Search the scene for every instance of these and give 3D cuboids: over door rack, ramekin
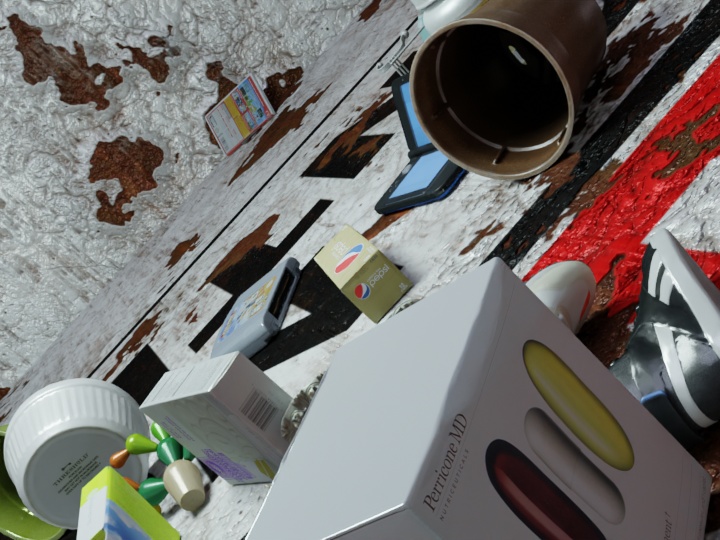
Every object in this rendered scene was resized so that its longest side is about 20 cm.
[{"bbox_3d":[0.137,-0.324,1.764,0.200,0.148,0.067,-46,21,1],"label":"over door rack"},{"bbox_3d":[-0.376,0.256,1.580,0.202,0.202,0.094,-45,29,3],"label":"ramekin"}]

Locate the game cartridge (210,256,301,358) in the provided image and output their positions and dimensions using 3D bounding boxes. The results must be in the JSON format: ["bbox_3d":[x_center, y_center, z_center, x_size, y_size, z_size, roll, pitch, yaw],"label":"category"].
[{"bbox_3d":[-0.159,0.069,1.757,0.133,0.042,0.200,-33,20,26],"label":"game cartridge"}]

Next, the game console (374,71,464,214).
[{"bbox_3d":[0.078,-0.185,1.624,0.171,0.118,0.200,-52,16,-21],"label":"game console"}]

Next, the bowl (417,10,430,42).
[{"bbox_3d":[0.175,-0.444,2.034,0.201,0.105,0.201,-42,15,14],"label":"bowl"}]

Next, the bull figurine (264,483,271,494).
[{"bbox_3d":[-0.063,0.247,0.989,0.200,0.065,0.122,5,85,61],"label":"bull figurine"}]

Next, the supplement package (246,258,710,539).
[{"bbox_3d":[0.070,0.144,0.659,0.147,0.200,0.192,-33,21,39],"label":"supplement package"}]

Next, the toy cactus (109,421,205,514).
[{"bbox_3d":[-0.225,0.242,1.443,0.200,0.102,0.165,-43,35,0],"label":"toy cactus"}]

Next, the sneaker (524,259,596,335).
[{"bbox_3d":[0.142,0.080,0.933,0.200,0.070,0.093,-48,34,-15],"label":"sneaker"}]

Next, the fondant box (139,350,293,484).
[{"bbox_3d":[-0.136,0.164,1.265,0.058,0.144,0.200,-55,18,-27],"label":"fondant box"}]

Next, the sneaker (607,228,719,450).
[{"bbox_3d":[0.201,0.048,0.817,0.112,0.073,0.200,-40,18,16],"label":"sneaker"}]

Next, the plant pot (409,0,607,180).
[{"bbox_3d":[0.188,-0.241,1.379,0.200,0.200,0.198,-30,14,44],"label":"plant pot"}]

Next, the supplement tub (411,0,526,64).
[{"bbox_3d":[0.177,-0.342,1.602,0.144,0.200,0.145,-41,17,15],"label":"supplement tub"}]

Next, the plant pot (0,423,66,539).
[{"bbox_3d":[-0.478,0.287,1.814,0.200,0.200,0.190,-35,6,33],"label":"plant pot"}]

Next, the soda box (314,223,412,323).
[{"bbox_3d":[0.000,0.000,1.467,0.068,0.064,0.200,-46,16,0],"label":"soda box"}]

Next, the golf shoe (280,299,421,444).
[{"bbox_3d":[0.003,0.111,1.201,0.200,0.078,0.097,-39,4,-4],"label":"golf shoe"}]

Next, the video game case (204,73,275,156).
[{"bbox_3d":[-0.339,-0.435,3.289,0.200,0.143,0.017,-38,-20,26],"label":"video game case"}]

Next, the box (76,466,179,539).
[{"bbox_3d":[-0.246,0.297,1.256,0.048,0.122,0.200,-42,16,0],"label":"box"}]
